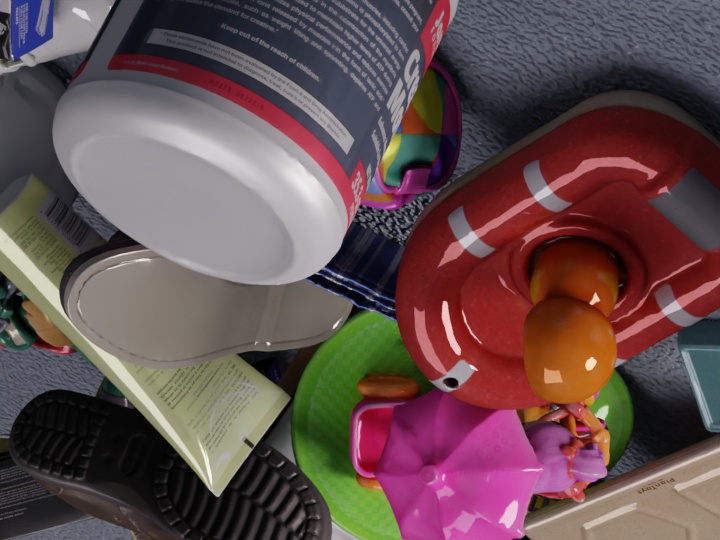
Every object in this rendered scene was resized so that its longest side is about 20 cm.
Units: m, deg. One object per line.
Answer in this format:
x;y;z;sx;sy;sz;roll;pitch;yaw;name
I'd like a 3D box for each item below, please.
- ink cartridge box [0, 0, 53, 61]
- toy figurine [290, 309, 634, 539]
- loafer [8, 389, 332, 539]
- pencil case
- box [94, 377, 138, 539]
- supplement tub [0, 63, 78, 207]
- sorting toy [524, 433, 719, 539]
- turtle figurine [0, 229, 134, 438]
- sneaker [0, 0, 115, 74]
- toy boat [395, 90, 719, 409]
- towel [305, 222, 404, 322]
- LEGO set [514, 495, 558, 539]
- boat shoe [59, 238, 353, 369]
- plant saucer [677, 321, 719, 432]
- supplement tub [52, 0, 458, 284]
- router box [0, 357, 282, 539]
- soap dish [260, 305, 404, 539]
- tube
-0.254;-0.178;1.556;0.200;0.044;0.094;16;118;22;ink cartridge box
0.073;0.101;1.630;0.200;0.150;0.184;0;-171;-9;toy figurine
-0.103;0.124;1.714;0.200;0.073;0.071;23;160;20;loafer
-0.046;-0.078;1.554;0.200;0.088;0.088;6;148;37;pencil case
-0.130;0.141;2.072;0.070;0.064;0.200;17;154;20;box
-0.250;-0.052;1.750;0.123;0.123;0.200;34;154;-16;supplement tub
0.217;0.160;1.760;0.185;0.036;0.200;-26;132;29;sorting toy
-0.163;0.026;1.744;0.200;0.101;0.150;-22;137;30;turtle figurine
-0.208;-0.130;1.613;0.200;0.081;0.076;3;145;37;sneaker
0.104;0.012;1.477;0.130;0.131;0.200;39;131;-22;toy boat
0.000;0.000;1.641;0.200;0.024;0.145;25;-168;1;towel
0.084;0.219;1.900;0.116;0.200;0.154;15;173;27;LEGO set
-0.093;0.008;1.638;0.200;0.073;0.063;1;-155;-44;boat shoe
0.255;0.062;1.587;0.200;0.019;0.070;1;121;43;plant saucer
-0.039;-0.108;1.353;0.140;0.200;0.140;21;155;11;supplement tub
-0.162;0.118;1.891;0.200;0.157;0.052;-16;95;26;router box
0.004;0.117;1.774;0.157;0.200;0.081;31;-165;-13;soap dish
-0.129;0.032;1.652;0.200;0.058;0.052;43;-169;-14;tube
